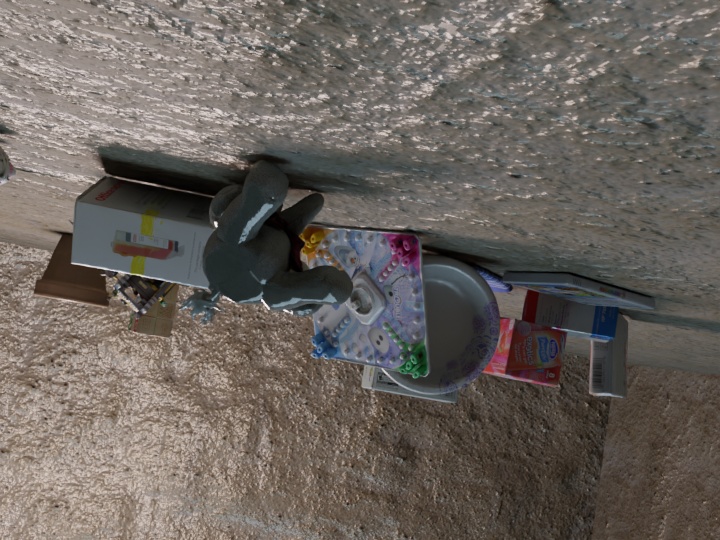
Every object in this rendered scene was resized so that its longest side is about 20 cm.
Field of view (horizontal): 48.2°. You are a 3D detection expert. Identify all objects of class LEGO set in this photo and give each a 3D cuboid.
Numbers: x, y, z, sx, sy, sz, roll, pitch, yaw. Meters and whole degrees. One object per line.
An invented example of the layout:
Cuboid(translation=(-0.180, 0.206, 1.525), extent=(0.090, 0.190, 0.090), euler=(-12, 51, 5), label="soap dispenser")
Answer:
Cuboid(translation=(-0.357, -0.008, 1.192), extent=(0.201, 0.116, 0.153), euler=(51, 150, -20), label="LEGO set")

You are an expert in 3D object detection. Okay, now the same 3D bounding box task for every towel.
Cuboid(translation=(0.163, 0.010, 1.364), extent=(0.143, 0.024, 0.199), euler=(6, 173, 31), label="towel")

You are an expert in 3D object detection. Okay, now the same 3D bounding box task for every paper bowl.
Cuboid(translation=(0.103, 0.078, 1.212), extent=(0.197, 0.204, 0.104), euler=(11, -178, -7), label="paper bowl")

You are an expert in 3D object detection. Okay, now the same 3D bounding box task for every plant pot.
Cuboid(translation=(-0.765, -0.001, 2.178), extent=(0.197, 0.177, 0.200), euler=(10, 174, 1), label="plant pot")

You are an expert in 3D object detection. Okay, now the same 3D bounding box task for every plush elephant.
Cuboid(translation=(-0.098, -0.031, 0.885), extent=(0.199, 0.155, 0.165), euler=(-31, 106, 30), label="plush elephant")

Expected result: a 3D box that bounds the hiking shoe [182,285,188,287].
Cuboid(translation=(-0.448, 0.019, 2.300), extent=(0.100, 0.077, 0.198), euler=(19, 169, -40), label="hiking shoe")

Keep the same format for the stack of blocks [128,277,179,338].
Cuboid(translation=(-0.340, 0.008, 1.353), extent=(0.058, 0.203, 0.115), euler=(12, 173, -23), label="stack of blocks")

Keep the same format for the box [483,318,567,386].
Cuboid(translation=(0.267, 0.140, 1.405), extent=(0.101, 0.096, 0.200), euler=(13, 174, -12), label="box")

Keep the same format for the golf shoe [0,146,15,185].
Cuboid(translation=(-0.429, -0.126, 0.891), extent=(0.091, 0.074, 0.199), euler=(6, -173, -27), label="golf shoe")

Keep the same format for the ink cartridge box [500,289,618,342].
Cuboid(translation=(0.352, 0.077, 1.440), extent=(0.197, 0.068, 0.116), euler=(9, 173, 11), label="ink cartridge box")

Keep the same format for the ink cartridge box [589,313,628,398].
Cuboid(translation=(0.489, 0.165, 1.575), extent=(0.049, 0.165, 0.200), euler=(0, 170, 24), label="ink cartridge box")

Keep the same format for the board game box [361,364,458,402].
Cuboid(translation=(0.092, 0.102, 1.304), extent=(0.145, 0.203, 0.064), euler=(12, 171, -14), label="board game box")

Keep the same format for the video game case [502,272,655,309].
Cuboid(translation=(0.343, 0.032, 1.267), extent=(0.198, 0.018, 0.143), euler=(14, 174, -31), label="video game case")

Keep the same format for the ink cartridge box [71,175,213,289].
Cuboid(translation=(-0.245, -0.048, 1.015), extent=(0.197, 0.085, 0.145), euler=(11, -163, -5), label="ink cartridge box")

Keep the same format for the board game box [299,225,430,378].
Cuboid(translation=(0.001, 0.043, 1.127), extent=(0.198, 0.203, 0.026), euler=(7, -160, 36), label="board game box")
